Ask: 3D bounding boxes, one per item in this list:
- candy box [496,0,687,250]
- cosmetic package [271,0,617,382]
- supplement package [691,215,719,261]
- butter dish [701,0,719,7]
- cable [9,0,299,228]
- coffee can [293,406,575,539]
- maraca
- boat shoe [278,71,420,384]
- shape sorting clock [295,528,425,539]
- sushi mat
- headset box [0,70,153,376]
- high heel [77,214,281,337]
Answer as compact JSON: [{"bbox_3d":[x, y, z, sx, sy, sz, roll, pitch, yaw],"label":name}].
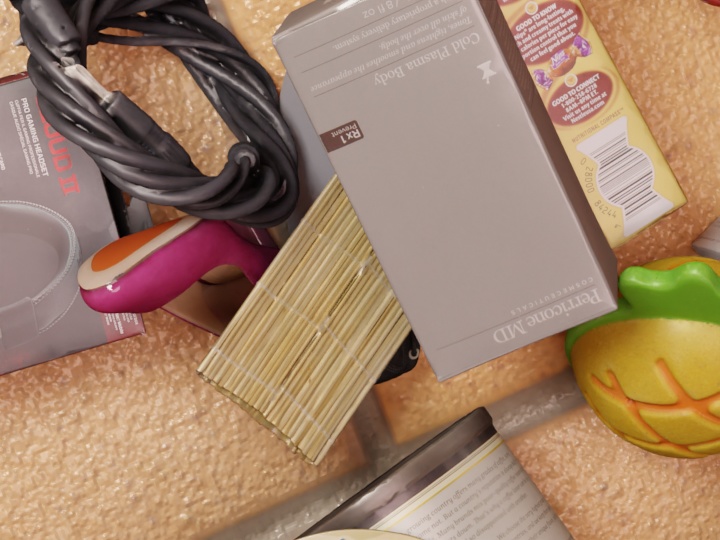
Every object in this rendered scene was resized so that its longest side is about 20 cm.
[{"bbox_3d":[0.093,-0.113,1.217,0.056,0.117,0.200,-33,104,-7],"label":"candy box"},{"bbox_3d":[0.046,-0.057,1.133,0.107,0.090,0.200,-25,101,12],"label":"cosmetic package"},{"bbox_3d":[0.312,-0.039,1.282,0.200,0.110,0.114,-43,104,-5],"label":"supplement package"},{"bbox_3d":[0.178,-0.218,1.210,0.148,0.200,0.200,-33,103,15],"label":"butter dish"},{"bbox_3d":[-0.091,-0.089,1.145,0.051,0.200,0.163,-47,63,20],"label":"cable"},{"bbox_3d":[0.065,0.196,1.205,0.146,0.146,0.200,-35,86,-7],"label":"coffee can"},{"bbox_3d":[0.184,0.041,1.224,0.137,0.200,0.107,9,68,-2],"label":"maraca"},{"bbox_3d":[-0.003,-0.033,1.236,0.057,0.069,0.200,-9,99,-38],"label":"boat shoe"},{"bbox_3d":[0.000,0.230,1.122,0.200,0.039,0.200,0,89,-1],"label":"shape sorting clock"},{"bbox_3d":[0.000,0.000,1.192,0.096,0.012,0.200,43,73,-27],"label":"sushi mat"},{"bbox_3d":[-0.211,-0.018,1.176,0.200,0.077,0.149,-16,100,-10],"label":"headset box"},{"bbox_3d":[-0.080,0.017,1.157,0.067,0.200,0.096,-17,97,25],"label":"high heel"}]
